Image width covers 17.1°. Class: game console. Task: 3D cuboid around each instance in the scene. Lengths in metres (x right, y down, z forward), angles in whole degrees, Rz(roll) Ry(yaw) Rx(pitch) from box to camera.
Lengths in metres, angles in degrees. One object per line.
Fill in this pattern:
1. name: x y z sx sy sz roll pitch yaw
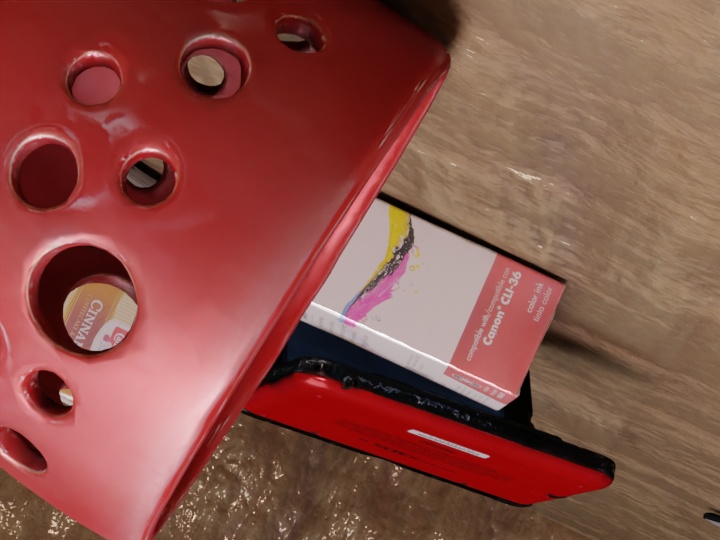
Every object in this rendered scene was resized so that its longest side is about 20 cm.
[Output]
1. game console: 0.036 0.051 1.379 0.199 0.119 0.172 19 162 -19

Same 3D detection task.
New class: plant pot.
1. plant pot: -0.092 -0.038 0.804 0.182 0.201 0.200 35 173 1

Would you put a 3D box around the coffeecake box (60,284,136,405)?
1. coffeecake box: -0.195 0.022 1.774 0.073 0.154 0.200 27 173 -14

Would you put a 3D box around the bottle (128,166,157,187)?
1. bottle: -0.189 -0.058 1.518 0.083 0.066 0.200 20 171 37

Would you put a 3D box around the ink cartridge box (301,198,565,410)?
1. ink cartridge box: 0.000 0.000 1.255 0.199 0.068 0.116 24 173 1

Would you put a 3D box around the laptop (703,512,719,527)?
1. laptop: 0.373 0.296 1.914 0.187 0.116 0.200 29 172 -23
